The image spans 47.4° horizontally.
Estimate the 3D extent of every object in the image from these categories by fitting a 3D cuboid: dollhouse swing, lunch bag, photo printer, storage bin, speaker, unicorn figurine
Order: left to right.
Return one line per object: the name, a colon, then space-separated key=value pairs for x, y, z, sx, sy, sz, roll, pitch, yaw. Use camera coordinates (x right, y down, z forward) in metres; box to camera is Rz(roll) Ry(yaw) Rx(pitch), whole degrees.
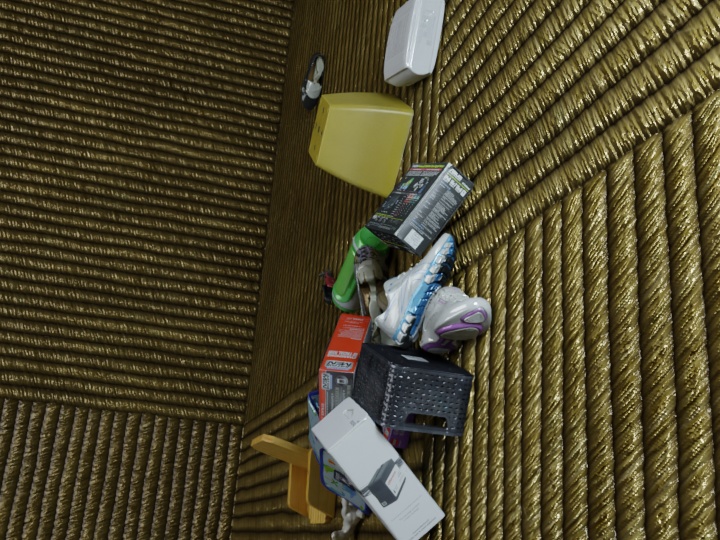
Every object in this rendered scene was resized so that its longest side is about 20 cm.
dollhouse swing: x=-0.164 y=0.483 z=1.892 sx=0.200 sy=0.175 sz=0.183 roll=139 pitch=137 yaw=-65
unicorn figurine: x=-0.024 y=0.456 z=1.621 sx=0.138 sy=0.073 sz=0.201 roll=100 pitch=-175 yaw=-52
lunch bag: x=-0.020 y=0.332 z=1.521 sx=0.201 sy=0.127 sz=0.171 roll=58 pitch=159 yaw=33
speaker: x=0.000 y=0.000 z=1.774 sx=0.201 sy=0.088 sz=0.089 roll=114 pitch=159 yaw=-43
storage bin: x=0.077 y=0.180 z=1.272 sx=0.200 sy=0.134 sz=0.095 roll=-157 pitch=76 yaw=-75
photo printer: x=0.105 y=-0.473 z=1.708 sx=0.200 sy=0.069 sz=0.168 roll=-168 pitch=87 yaw=-76

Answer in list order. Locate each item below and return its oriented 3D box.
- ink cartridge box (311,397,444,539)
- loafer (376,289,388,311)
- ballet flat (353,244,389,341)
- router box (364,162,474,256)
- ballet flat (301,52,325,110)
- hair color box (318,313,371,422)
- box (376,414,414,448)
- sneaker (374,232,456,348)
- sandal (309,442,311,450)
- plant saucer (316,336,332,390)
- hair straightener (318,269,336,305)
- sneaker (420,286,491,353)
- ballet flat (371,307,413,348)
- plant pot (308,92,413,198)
ink cartridge box: x=0.023 y=0.310 z=1.271 sx=0.084 sy=0.200 sz=0.145 roll=-38 pitch=11 yaw=-9
loafer: x=0.080 y=0.062 z=1.468 sx=0.068 sy=0.076 sz=0.200 roll=-55 pitch=15 yaw=8
ballet flat: x=0.027 y=0.039 z=1.626 sx=0.072 sy=0.072 sz=0.202 roll=136 pitch=127 yaw=-66
router box: x=0.097 y=-0.109 z=1.412 sx=0.150 sy=0.062 sz=0.200 roll=-53 pitch=16 yaw=-3
ballet flat: x=-0.161 y=-0.655 z=2.827 sx=0.068 sy=0.068 sz=0.202 roll=-178 pitch=97 yaw=-66
hair color box: x=-0.025 y=0.172 z=1.447 sx=0.200 sy=0.063 sz=0.112 roll=-71 pitch=-16 yaw=-65
box: x=0.057 y=0.219 z=1.508 sx=0.200 sy=0.039 sz=0.138 roll=-130 pitch=51 yaw=-71
sneaker: x=0.085 y=0.020 z=1.345 sx=0.201 sy=0.086 sz=0.075 roll=-60 pitch=-28 yaw=0
sandal: x=-0.101 y=0.406 z=1.947 sx=0.200 sy=0.054 sz=0.081 roll=125 pitch=151 yaw=-59
plant saucer: x=-0.065 y=0.257 z=1.943 sx=0.200 sy=0.034 sz=0.202 roll=-170 pitch=90 yaw=-76
hair straightener: x=-0.091 y=0.049 z=2.162 sx=0.200 sy=0.041 sz=0.078 roll=-130 pitch=52 yaw=-71
sneaker: x=0.137 y=0.061 z=1.242 sx=0.200 sy=0.074 sz=0.100 roll=135 pitch=141 yaw=-66
ballet flat: x=0.049 y=0.117 z=1.503 sx=0.064 sy=0.067 sz=0.200 roll=-43 pitch=15 yaw=5
plant pot: x=-0.011 y=-0.296 z=1.823 sx=0.200 sy=0.175 sz=0.201 roll=-115 pitch=38 yaw=-66
